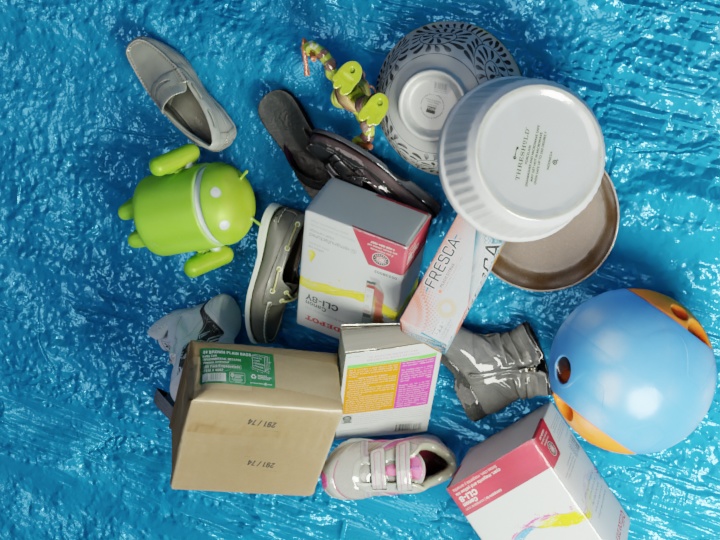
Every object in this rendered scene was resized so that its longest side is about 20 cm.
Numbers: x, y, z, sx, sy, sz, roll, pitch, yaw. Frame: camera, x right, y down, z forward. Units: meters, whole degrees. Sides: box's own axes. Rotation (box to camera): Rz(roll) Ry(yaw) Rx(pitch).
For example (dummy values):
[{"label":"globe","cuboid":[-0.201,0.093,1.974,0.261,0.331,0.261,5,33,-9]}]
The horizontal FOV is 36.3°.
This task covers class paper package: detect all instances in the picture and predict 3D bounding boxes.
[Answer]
[{"label":"paper package","cuboid":[-0.137,0.193,1.415,0.198,0.104,0.192,6,131,-16]}]

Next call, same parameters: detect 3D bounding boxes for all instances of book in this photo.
[{"label":"book","cuboid":[0.035,0.151,1.453,0.132,0.048,0.201,-3,137,-9]}]

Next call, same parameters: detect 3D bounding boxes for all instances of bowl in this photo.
[{"label":"bowl","cuboid":[0.102,-0.212,1.392,0.199,0.094,0.203,4,105,17]}]

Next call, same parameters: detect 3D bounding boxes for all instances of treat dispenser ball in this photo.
[{"label":"treat dispenser ball","cuboid":[0.330,0.122,1.337,0.199,0.201,0.203,4,104,17]}]

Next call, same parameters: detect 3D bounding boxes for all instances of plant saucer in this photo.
[{"label":"plant saucer","cuboid":[0.233,-0.073,1.414,0.198,0.032,0.202,4,103,18]}]

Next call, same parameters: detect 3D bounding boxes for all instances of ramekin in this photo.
[{"label":"ramekin","cuboid":[0.198,-0.135,1.302,0.200,0.094,0.204,0,91,-12]}]

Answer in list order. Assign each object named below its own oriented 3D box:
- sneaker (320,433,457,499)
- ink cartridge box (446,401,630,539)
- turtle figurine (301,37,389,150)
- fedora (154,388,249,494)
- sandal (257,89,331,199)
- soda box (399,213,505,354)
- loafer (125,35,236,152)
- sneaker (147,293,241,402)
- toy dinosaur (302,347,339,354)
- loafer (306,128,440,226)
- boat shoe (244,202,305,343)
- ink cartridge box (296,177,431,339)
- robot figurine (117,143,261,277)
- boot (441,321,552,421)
[{"label":"sneaker","cuboid":[0.044,0.260,1.470,0.198,0.088,0.082,-9,89,-24]},{"label":"ink cartridge box","cuboid":[0.238,0.309,1.442,0.144,0.145,0.201,-35,90,22]},{"label":"turtle figurine","cuboid":[-0.007,-0.218,1.410,0.064,0.161,0.201,-28,102,-7]},{"label":"fedora","cuboid":[-0.201,0.218,1.577,0.200,0.177,0.090,42,83,11]},{"label":"sandal","cuboid":[-0.073,-0.154,1.487,0.075,0.048,0.201,-41,88,22]},{"label":"soda box","cuboid":[0.123,0.000,1.368,0.068,0.064,0.201,27,78,10]},{"label":"loafer","cuboid":[-0.252,-0.245,1.513,0.200,0.070,0.070,45,112,4]},{"label":"sneaker","cuboid":[-0.246,0.118,1.540,0.114,0.201,0.075,-14,124,27]},{"label":"toy dinosaur","cuboid":[-0.084,0.154,1.519,0.199,0.102,0.078,-21,88,-15]},{"label":"loafer","cuboid":[0.011,-0.110,1.434,0.199,0.072,0.063,32,77,-7]},{"label":"boat shoe","cuboid":[-0.114,0.011,1.527,0.060,0.072,0.203,14,103,19]},{"label":"ink cartridge box","cuboid":[0.000,0.000,1.440,0.144,0.084,0.201,20,133,14]},{"label":"robot figurine","cuboid":[-0.233,-0.085,1.518,0.198,0.116,0.177,-8,108,22]},{"label":"boot","cuboid":[0.168,0.094,1.464,0.131,0.070,0.201,-25,105,19]}]
